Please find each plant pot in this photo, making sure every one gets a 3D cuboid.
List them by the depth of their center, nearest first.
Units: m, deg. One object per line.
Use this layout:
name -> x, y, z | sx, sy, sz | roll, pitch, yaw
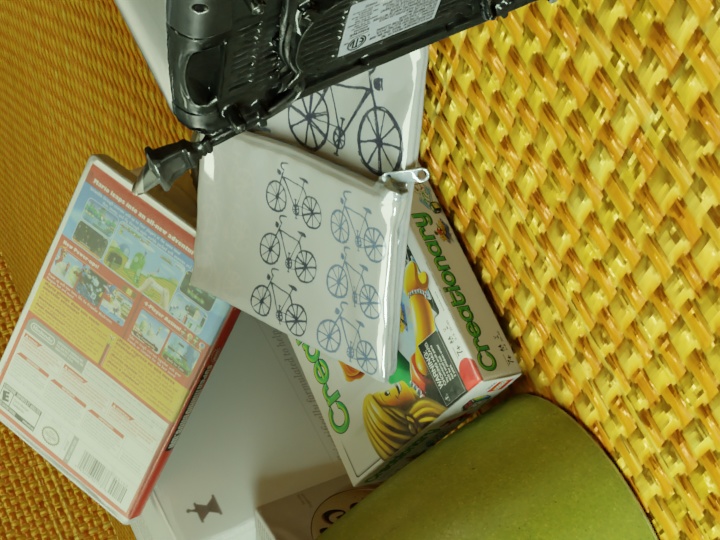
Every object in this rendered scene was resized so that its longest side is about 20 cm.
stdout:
plant pot -> 0.030, 0.186, 0.683 | 0.188, 0.198, 0.189 | 54, 156, 39

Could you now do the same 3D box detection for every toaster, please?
toaster -> -0.011, -0.150, 0.466 | 0.119, 0.198, 0.181 | 57, 159, 19

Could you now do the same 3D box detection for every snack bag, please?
snack bag -> -0.033, -0.063, 0.739 | 0.188, 0.021, 0.203 | 25, 115, 46

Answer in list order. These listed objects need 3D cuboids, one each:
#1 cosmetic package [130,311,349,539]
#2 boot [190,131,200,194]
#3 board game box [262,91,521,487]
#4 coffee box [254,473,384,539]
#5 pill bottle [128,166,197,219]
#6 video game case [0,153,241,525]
cosmetic package -> -0.087, 0.156, 1.031 | 0.166, 0.163, 0.201 | 57, 158, 30
boot -> -0.033, -0.001, 0.869 | 0.183, 0.072, 0.200 | 65, 171, -27
board game box -> 0.000, 0.000, 0.754 | 0.126, 0.034, 0.202 | -45, 62, 43
coffee box -> 0.024, 0.219, 0.860 | 0.200, 0.112, 0.081 | 47, 146, 50
pill bottle -> -0.147, -0.019, 1.022 | 0.200, 0.111, 0.114 | 95, 154, -88
video game case -> -0.163, 0.046, 0.907 | 0.142, 0.017, 0.202 | 34, 109, 19
